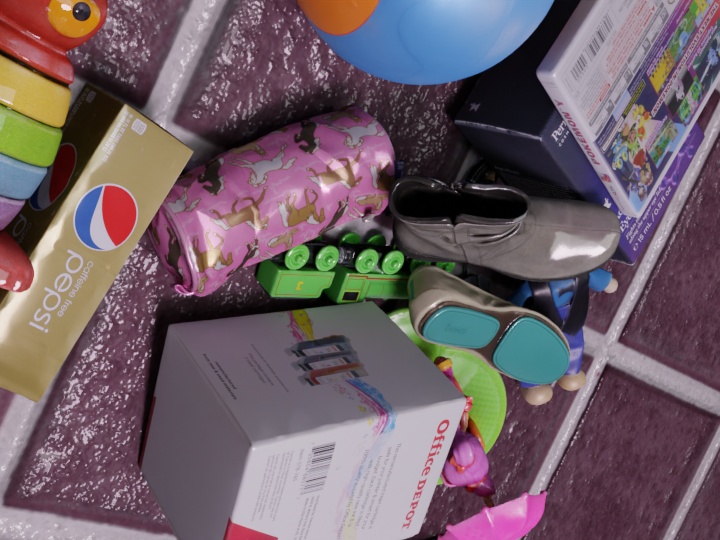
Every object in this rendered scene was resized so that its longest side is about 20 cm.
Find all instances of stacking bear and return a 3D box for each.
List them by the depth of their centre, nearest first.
[{"bbox_3d":[-0.218,-0.110,0.624,0.121,0.113,0.202,25,95,-50],"label":"stacking bear"}]

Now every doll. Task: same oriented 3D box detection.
[{"bbox_3d":[0.190,0.039,1.010,0.135,0.049,0.202,-20,135,-11],"label":"doll"}]

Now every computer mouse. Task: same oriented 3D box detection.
[{"bbox_3d":[0.108,-0.002,0.974,0.058,0.034,0.203,-10,114,-33],"label":"computer mouse"}]

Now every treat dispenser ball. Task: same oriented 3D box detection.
[{"bbox_3d":[0.044,-0.230,0.717,0.198,0.200,0.204,-15,118,-31],"label":"treat dispenser ball"}]

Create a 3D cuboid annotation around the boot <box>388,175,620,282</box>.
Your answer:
[{"bbox_3d":[0.117,-0.034,0.820,0.196,0.131,0.069,2,83,0],"label":"boot"}]

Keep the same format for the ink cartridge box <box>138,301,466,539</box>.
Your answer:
[{"bbox_3d":[-0.047,0.129,0.824,0.197,0.145,0.147,-4,125,-36],"label":"ink cartridge box"}]

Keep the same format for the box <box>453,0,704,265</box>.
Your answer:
[{"bbox_3d":[0.198,-0.126,0.935,0.200,0.104,0.149,41,77,-41],"label":"box"}]

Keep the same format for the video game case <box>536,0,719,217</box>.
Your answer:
[{"bbox_3d":[0.236,-0.177,0.867,0.182,0.023,0.201,46,71,-40],"label":"video game case"}]

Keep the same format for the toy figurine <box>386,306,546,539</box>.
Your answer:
[{"bbox_3d":[0.086,0.153,0.904,0.148,0.184,0.202,-26,118,-6],"label":"toy figurine"}]

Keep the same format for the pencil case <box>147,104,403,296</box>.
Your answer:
[{"bbox_3d":[-0.065,-0.053,0.790,0.198,0.087,0.083,-25,152,-27],"label":"pencil case"}]

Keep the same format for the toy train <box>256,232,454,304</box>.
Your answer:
[{"bbox_3d":[0.000,0.000,0.890,0.198,0.042,0.057,3,117,-38],"label":"toy train"}]

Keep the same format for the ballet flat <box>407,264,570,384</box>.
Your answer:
[{"bbox_3d":[0.113,0.045,0.934,0.199,0.069,0.070,26,93,-40],"label":"ballet flat"}]

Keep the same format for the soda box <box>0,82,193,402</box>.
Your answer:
[{"bbox_3d":[-0.200,-0.019,0.708,0.064,0.067,0.202,32,88,-42],"label":"soda box"}]
